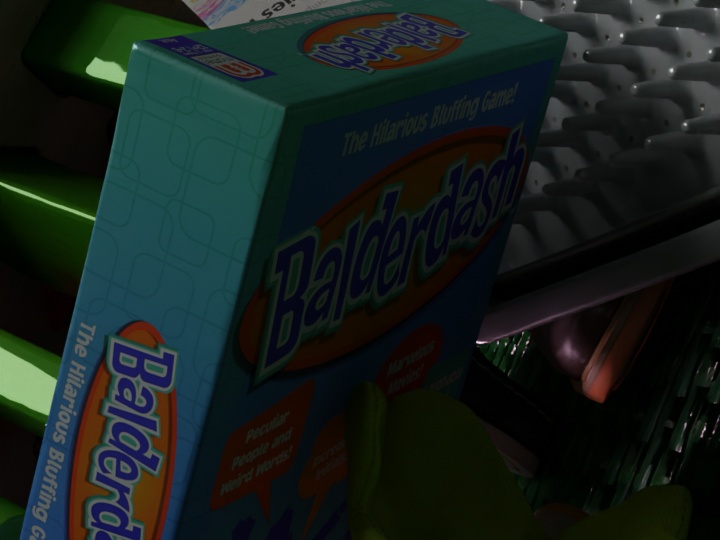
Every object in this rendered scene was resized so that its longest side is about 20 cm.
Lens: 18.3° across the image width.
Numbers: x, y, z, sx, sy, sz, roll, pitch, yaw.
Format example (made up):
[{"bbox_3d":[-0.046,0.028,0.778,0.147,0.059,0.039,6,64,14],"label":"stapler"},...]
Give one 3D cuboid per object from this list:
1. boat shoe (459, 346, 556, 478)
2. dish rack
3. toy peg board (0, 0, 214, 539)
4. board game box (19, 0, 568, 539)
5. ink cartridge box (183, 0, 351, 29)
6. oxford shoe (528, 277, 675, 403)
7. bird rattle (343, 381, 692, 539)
[{"bbox_3d":[0.000,0.000,0.790,0.062,0.200,0.075,-48,-37,-8],"label":"boat shoe"},{"bbox_3d":[0.073,-0.081,0.599,0.200,0.044,0.172,-24,76,52],"label":"dish rack"},{"bbox_3d":[-0.060,0.031,0.629,0.098,0.199,0.200,20,76,37],"label":"toy peg board"},{"bbox_3d":[-0.022,0.033,0.568,0.152,0.045,0.200,-23,-47,-58],"label":"board game box"},{"bbox_3d":[-0.008,-0.103,0.903,0.117,0.200,0.067,-32,-43,-15],"label":"ink cartridge box"},{"bbox_3d":[0.057,-0.014,0.730,0.200,0.073,0.071,-98,33,-73],"label":"oxford shoe"},{"bbox_3d":[0.022,0.132,0.577,0.200,0.113,0.163,-68,-13,10],"label":"bird rattle"}]
